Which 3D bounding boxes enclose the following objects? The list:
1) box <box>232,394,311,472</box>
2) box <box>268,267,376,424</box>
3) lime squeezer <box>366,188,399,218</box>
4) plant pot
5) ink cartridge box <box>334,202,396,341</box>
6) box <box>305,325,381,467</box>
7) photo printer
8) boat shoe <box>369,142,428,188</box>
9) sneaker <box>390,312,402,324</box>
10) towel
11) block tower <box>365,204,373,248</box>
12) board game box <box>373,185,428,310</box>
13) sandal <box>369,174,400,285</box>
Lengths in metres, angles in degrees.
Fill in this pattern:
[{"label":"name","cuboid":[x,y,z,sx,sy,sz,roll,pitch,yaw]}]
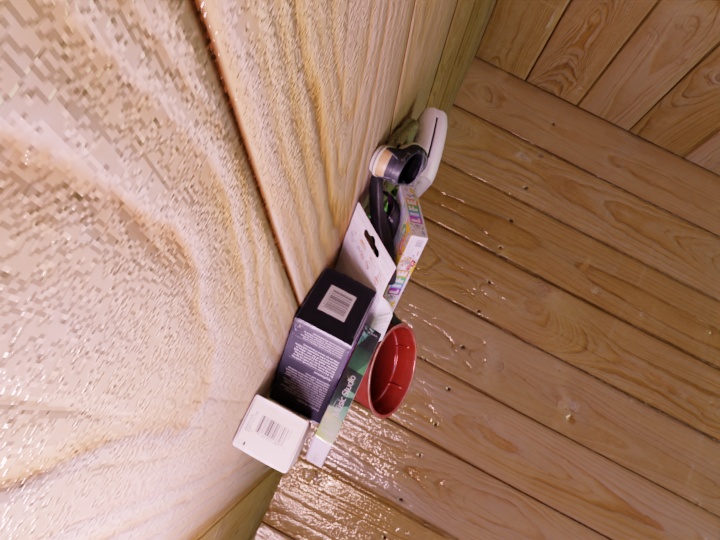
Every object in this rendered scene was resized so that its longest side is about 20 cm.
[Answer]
[{"label":"box","cuboid":[-0.134,0.259,0.907,0.080,0.093,0.200,-63,177,-15]},{"label":"box","cuboid":[-0.064,0.128,0.970,0.149,0.102,0.204,-61,174,-52]},{"label":"lime squeezer","cuboid":[0.056,-0.148,1.190,0.201,0.069,0.039,-60,170,-54]},{"label":"plant pot","cuboid":[-0.002,0.197,1.280,0.199,0.191,0.208,-23,119,-50]},{"label":"ink cartridge box","cuboid":[0.016,0.006,1.031,0.162,0.046,0.203,61,-35,35]},{"label":"box","cuboid":[-0.029,0.210,0.949,0.146,0.035,0.203,108,6,-57]},{"label":"photo printer","cuboid":[0.132,-0.254,1.272,0.200,0.067,0.172,137,-32,-76]},{"label":"boat shoe","cuboid":[0.083,-0.185,1.017,0.199,0.061,0.076,-20,137,-62]},{"label":"sneaker","cuboid":[0.040,0.150,1.387,0.075,0.084,0.201,-46,174,-27]},{"label":"towel","cuboid":[0.065,-0.217,1.135,0.201,0.036,0.151,-58,171,-56]},{"label":"block tower","cuboid":[0.019,-0.084,1.191,0.202,0.053,0.059,-63,176,-46]},{"label":"board game box","cuboid":[0.066,-0.036,1.075,0.137,0.033,0.203,-98,-158,-44]},{"label":"sandal","cuboid":[0.048,-0.077,1.030,0.075,0.046,0.208,147,-63,-74]}]
